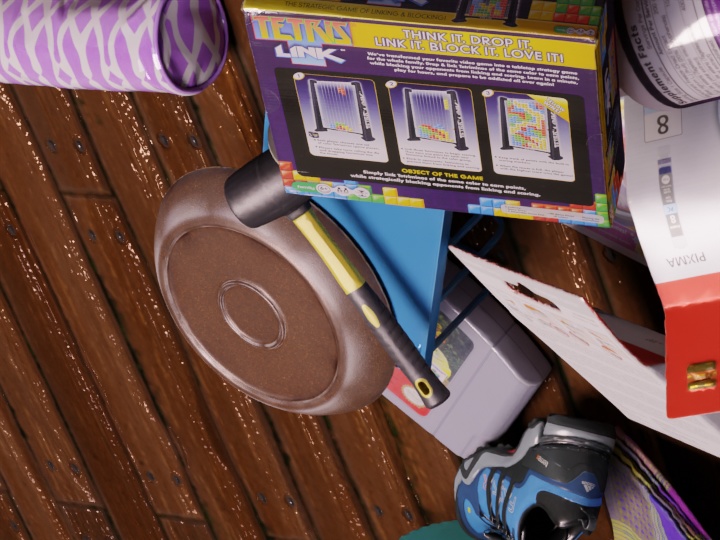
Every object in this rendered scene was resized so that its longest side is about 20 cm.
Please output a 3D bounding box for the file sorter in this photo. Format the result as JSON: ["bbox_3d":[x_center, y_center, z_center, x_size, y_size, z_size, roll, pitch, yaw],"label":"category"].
[{"bbox_3d":[0.023,-0.061,1.726,0.138,0.123,0.201,28,139,20],"label":"file sorter"}]

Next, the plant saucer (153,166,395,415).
[{"bbox_3d":[-0.066,0.023,1.760,0.200,0.032,0.201,25,139,24],"label":"plant saucer"}]

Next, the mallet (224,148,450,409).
[{"bbox_3d":[0.000,0.000,1.663,0.066,0.041,0.200,-39,98,28],"label":"mallet"}]

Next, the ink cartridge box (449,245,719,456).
[{"bbox_3d":[0.167,0.043,1.648,0.200,0.047,0.160,42,170,-30],"label":"ink cartridge box"}]

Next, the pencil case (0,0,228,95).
[{"bbox_3d":[-0.186,-0.170,1.854,0.199,0.084,0.086,7,106,36],"label":"pencil case"}]

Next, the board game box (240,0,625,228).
[{"bbox_3d":[0.045,-0.104,1.469,0.199,0.057,0.166,7,143,13],"label":"board game box"}]

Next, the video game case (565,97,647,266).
[{"bbox_3d":[0.170,-0.095,1.641,0.143,0.018,0.201,28,136,21],"label":"video game case"}]

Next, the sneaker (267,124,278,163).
[{"bbox_3d":[0.019,-0.129,1.562,0.199,0.106,0.075,-29,71,11],"label":"sneaker"}]

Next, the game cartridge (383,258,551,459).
[{"bbox_3d":[0.037,0.040,1.876,0.200,0.041,0.133,39,137,7],"label":"game cartridge"}]

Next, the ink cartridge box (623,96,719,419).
[{"bbox_3d":[0.233,-0.025,1.512,0.159,0.201,0.047,-12,159,33],"label":"ink cartridge box"}]

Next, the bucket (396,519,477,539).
[{"bbox_3d":[0.082,0.293,1.938,0.206,0.207,0.135,25,132,23],"label":"bucket"}]

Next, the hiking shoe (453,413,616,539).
[{"bbox_3d":[0.114,0.168,1.854,0.074,0.087,0.200,14,154,-14],"label":"hiking shoe"}]

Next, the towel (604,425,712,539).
[{"bbox_3d":[0.217,0.209,1.799,0.200,0.023,0.144,-126,20,-54],"label":"towel"}]

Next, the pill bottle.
[{"bbox_3d":[0.199,-0.152,1.476,0.199,0.111,0.112,-11,116,37],"label":"pill bottle"}]
